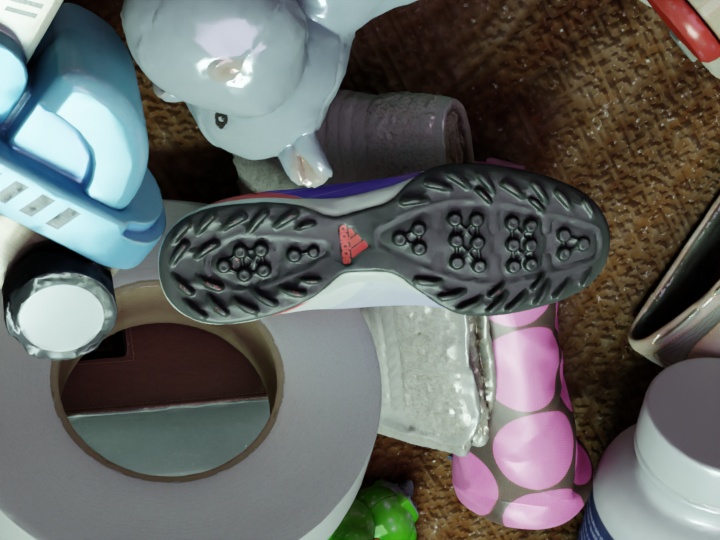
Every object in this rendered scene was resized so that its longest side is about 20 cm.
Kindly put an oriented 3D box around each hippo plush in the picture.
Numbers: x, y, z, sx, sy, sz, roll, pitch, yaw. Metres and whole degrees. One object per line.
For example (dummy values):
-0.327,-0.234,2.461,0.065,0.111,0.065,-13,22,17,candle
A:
-0.039,-0.137,0.688,0.161,0.159,0.200,-50,158,4,hippo plush

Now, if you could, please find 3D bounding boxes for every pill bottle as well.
0.185,0.152,0.908,0.119,0.120,0.200,-4,131,-13,pill bottle

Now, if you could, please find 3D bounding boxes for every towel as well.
0.000,0.000,0.803,0.132,0.034,0.201,10,124,30,towel

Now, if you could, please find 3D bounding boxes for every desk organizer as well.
-0.148,0.058,0.800,0.199,0.077,0.072,-4,145,-13,desk organizer

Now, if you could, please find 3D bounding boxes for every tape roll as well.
-0.090,0.057,0.744,0.202,0.203,0.037,-5,147,-12,tape roll

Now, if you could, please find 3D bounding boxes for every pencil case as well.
0.079,0.037,0.859,0.091,0.094,0.201,11,126,30,pencil case

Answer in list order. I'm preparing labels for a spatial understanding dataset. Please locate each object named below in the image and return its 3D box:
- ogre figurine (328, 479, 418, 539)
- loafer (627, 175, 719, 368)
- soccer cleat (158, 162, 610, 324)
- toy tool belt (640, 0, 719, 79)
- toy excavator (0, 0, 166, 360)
-0.032,0.182,0.897,0.199,0.098,0.120,3,107,-25,ogre figurine
0.214,-0.025,0.873,0.063,0.072,0.200,16,115,-15,loafer
0.010,-0.014,0.722,0.199,0.073,0.068,-5,100,0,soccer cleat
0.146,-0.183,0.692,0.123,0.200,0.125,-40,129,11,toy tool belt
-0.139,-0.091,0.653,0.194,0.100,0.200,30,112,-30,toy excavator
